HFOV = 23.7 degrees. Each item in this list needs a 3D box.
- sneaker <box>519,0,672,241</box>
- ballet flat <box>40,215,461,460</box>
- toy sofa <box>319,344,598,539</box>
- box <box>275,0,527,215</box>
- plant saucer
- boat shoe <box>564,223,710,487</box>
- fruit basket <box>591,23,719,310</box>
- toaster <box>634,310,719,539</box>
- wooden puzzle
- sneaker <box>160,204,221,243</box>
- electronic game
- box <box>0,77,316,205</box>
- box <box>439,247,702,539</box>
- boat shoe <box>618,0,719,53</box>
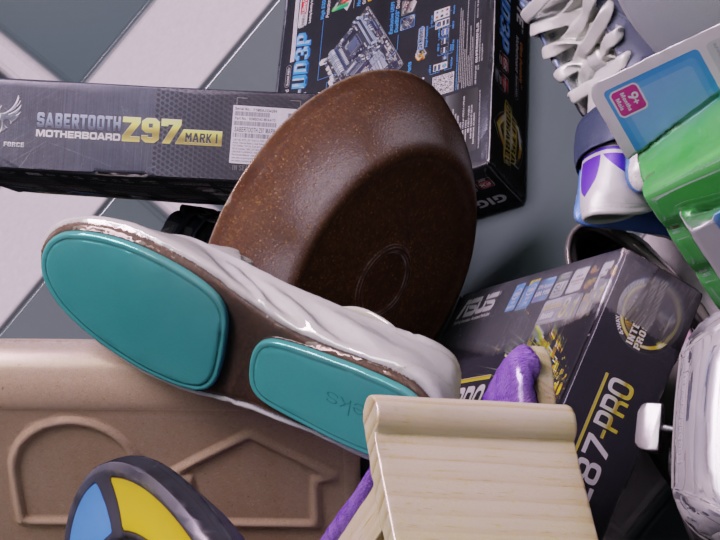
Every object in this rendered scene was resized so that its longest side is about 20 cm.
[{"bbox_3d":[0.124,-0.096,0.848,0.081,0.200,0.147,-36,20,52],"label":"sneaker"},{"bbox_3d":[-0.045,0.026,0.756,0.200,0.069,0.069,23,75,14],"label":"ballet flat"},{"bbox_3d":[0.012,0.114,0.684,0.200,0.083,0.098,119,149,-50],"label":"toy sofa"},{"bbox_3d":[0.023,-0.114,1.048,0.159,0.046,0.200,-16,54,29],"label":"box"},{"bbox_3d":[0.000,0.000,0.859,0.037,0.200,0.200,28,80,33],"label":"plant saucer"},{"bbox_3d":[0.152,0.051,0.830,0.067,0.057,0.200,-38,45,11],"label":"boat shoe"},{"bbox_3d":[0.230,-0.051,0.752,0.200,0.185,0.094,-21,35,27],"label":"fruit basket"},{"bbox_3d":[0.216,0.075,0.691,0.200,0.129,0.114,2,74,22],"label":"toaster"},{"bbox_3d":[-0.091,0.119,0.836,0.185,0.200,0.046,0,27,2],"label":"wooden puzzle"},{"bbox_3d":[-0.075,-0.002,0.953,0.074,0.081,0.200,-67,8,-15],"label":"sneaker"},{"bbox_3d":[-0.074,0.174,0.704,0.200,0.042,0.200,28,125,50],"label":"electronic game"},{"bbox_3d":[-0.110,-0.066,0.923,0.200,0.158,0.051,4,87,6],"label":"box"},{"bbox_3d":[0.070,0.081,0.813,0.161,0.049,0.200,-63,13,-14],"label":"box"},{"bbox_3d":[0.202,-0.109,0.816,0.069,0.200,0.057,-29,31,54],"label":"boat shoe"}]
